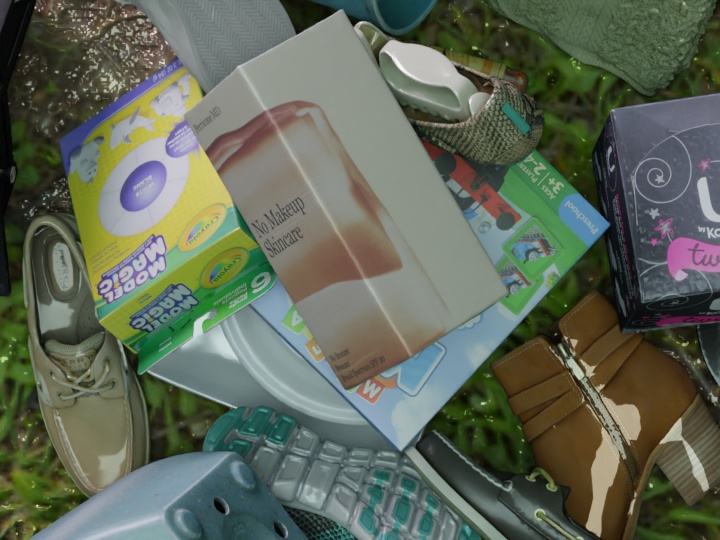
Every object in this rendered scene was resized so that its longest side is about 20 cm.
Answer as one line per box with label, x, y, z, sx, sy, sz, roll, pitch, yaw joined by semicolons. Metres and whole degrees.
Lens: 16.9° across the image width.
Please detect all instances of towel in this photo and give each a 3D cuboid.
towel;0.170;-0.209;1.560;0.147;0.037;0.201;25;136;3

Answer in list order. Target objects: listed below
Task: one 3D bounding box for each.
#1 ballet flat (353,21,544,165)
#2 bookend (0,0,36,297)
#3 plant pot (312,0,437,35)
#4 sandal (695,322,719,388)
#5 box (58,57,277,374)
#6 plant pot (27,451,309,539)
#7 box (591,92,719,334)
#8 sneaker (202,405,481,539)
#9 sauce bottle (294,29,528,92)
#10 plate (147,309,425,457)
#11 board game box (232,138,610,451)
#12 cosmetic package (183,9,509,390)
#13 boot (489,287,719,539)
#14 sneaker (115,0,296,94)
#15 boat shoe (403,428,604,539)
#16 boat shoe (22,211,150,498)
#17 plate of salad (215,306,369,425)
ballet flat;0.027;-0.117;1.495;0.199;0.075;0.068;21;71;44
bookend;-0.261;-0.125;1.602;0.091;0.200;0.201;7;136;3
plant pot;-0.035;-0.272;1.558;0.187;0.200;0.202;18;92;18
sandal;0.278;0.092;1.611;0.074;0.045;0.202;-18;90;4
box;-0.125;-0.036;1.562;0.117;0.048;0.201;-33;47;14
plant pot;-0.128;0.228;1.531;0.200;0.196;0.196;-39;89;28
box;0.259;-0.042;1.554;0.198;0.115;0.133;-8;78;-1
sneaker;-0.012;0.160;1.613;0.199;0.091;0.078;26;58;8
sauce bottle;0.011;-0.126;1.611;0.198;0.066;0.067;14;92;1
plate;-0.023;0.012;1.634;0.199;0.032;0.201;23;93;2
board game box;0.039;-0.009;1.555;0.151;0.037;0.200;43;86;-4
cosmetic package;-0.010;-0.041;1.472;0.087;0.103;0.201;-30;89;-28
boot;0.134;0.124;1.604;0.200;0.077;0.156;-40;89;3
sneaker;-0.117;-0.178;1.566;0.074;0.115;0.201;-42;116;-14
boat shoe;0.117;0.164;1.542;0.201;0.072;0.061;41;90;6
boat shoe;-0.190;0.060;1.628;0.071;0.065;0.202;-11;91;4
plate of salad;0.000;0.000;1.593;0.198;0.048;0.202;0;90;-7
